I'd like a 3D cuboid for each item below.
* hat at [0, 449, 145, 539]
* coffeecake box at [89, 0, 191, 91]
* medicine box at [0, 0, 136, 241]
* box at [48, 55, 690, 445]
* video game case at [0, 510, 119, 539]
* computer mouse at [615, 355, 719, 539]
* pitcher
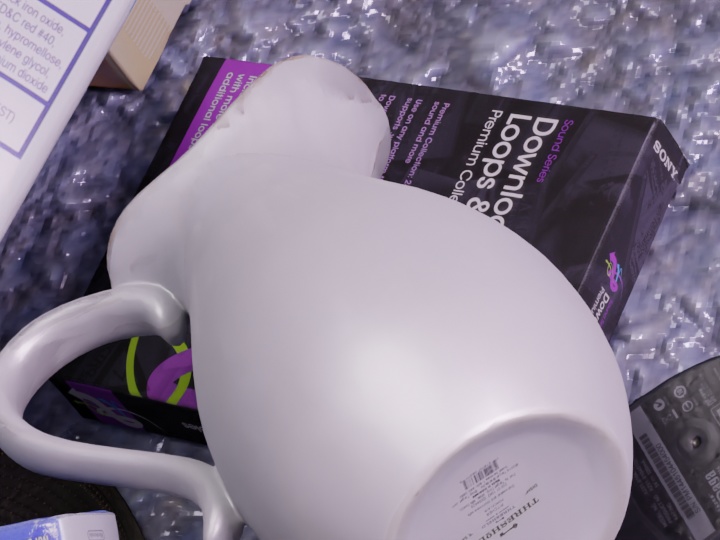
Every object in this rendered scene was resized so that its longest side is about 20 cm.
[{"bbox_3d":[-0.167,0.130,0.979,0.200,0.081,0.201,-16,51,21],"label":"hat"},{"bbox_3d":[-0.185,-0.149,1.141,0.199,0.154,0.073,7,59,33],"label":"coffeecake box"},{"bbox_3d":[-0.183,-0.031,1.030,0.201,0.103,0.182,-62,11,-20],"label":"medicine box"},{"bbox_3d":[0.000,0.000,1.006,0.199,0.036,0.143,10,64,33],"label":"box"},{"bbox_3d":[-0.158,0.184,0.896,0.199,0.045,0.182,-14,83,18],"label":"video game case"},{"bbox_3d":[0.065,0.092,0.910,0.200,0.034,0.059,-33,59,13],"label":"computer mouse"},{"bbox_3d":[-0.020,0.039,0.889,0.171,0.121,0.200,-37,41,-4],"label":"pitcher"}]
